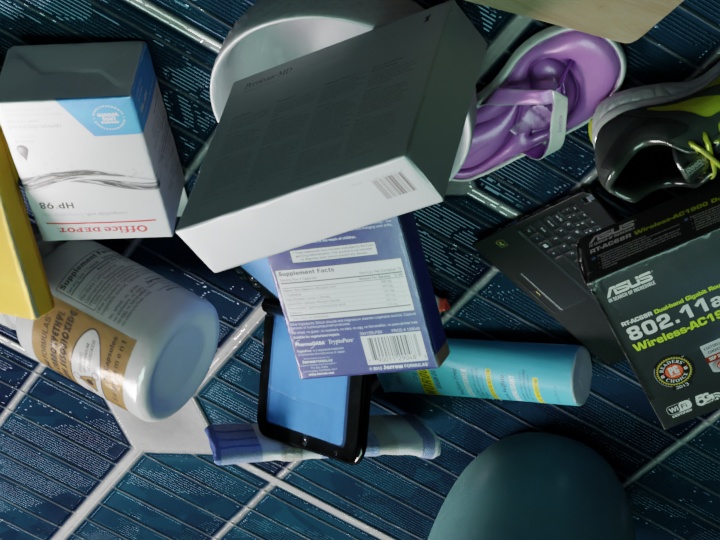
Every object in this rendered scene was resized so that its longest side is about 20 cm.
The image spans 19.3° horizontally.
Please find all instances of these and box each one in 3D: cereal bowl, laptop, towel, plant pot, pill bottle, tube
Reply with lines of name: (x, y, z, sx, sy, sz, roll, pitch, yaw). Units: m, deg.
cereal bowl: (-0.006, -0.141, 1.562, 0.199, 0.084, 0.201, 11, 141, 9)
laptop: (0.206, 0.030, 1.667, 0.177, 0.104, 0.199, 41, 136, -25)
towel: (-0.034, 0.151, 1.854, 0.198, 0.024, 0.147, -3, -175, -8)
plant pot: (0.157, 0.245, 1.896, 0.199, 0.162, 0.201, 11, 141, 9)
pill bottle: (-0.230, 0.038, 1.809, 0.199, 0.114, 0.115, 27, 146, 23)
tube: (0.099, 0.084, 1.827, 0.199, 0.051, 0.078, 2, 132, 27)

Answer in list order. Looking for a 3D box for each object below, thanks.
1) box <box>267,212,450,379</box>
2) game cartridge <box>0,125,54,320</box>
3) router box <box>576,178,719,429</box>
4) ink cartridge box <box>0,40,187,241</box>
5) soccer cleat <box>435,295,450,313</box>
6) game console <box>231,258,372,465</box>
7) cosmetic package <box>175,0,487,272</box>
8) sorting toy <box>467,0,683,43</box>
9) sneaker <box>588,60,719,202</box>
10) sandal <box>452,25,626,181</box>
box: (-0.014, -0.018, 1.583, 0.120, 0.032, 0.201, -5, 113, 26)
game cartridge: (-0.341, -0.064, 1.747, 0.175, 0.032, 0.201, 10, 121, 39)
router box: (0.275, 0.010, 1.516, 0.199, 0.062, 0.150, -24, 121, 14)
ink cartridge box: (-0.211, -0.088, 1.708, 0.115, 0.067, 0.201, -2, 138, 9)
soccer cleat: (0.000, 0.000, 1.745, 0.077, 0.070, 0.200, -7, 138, 32)
game console: (-0.072, 0.052, 1.732, 0.176, 0.117, 0.200, 40, 165, -25)
cosmetic package: (-0.019, -0.090, 1.442, 0.199, 0.151, 0.052, -16, 133, 35)
sorting toy: (0.148, -0.244, 1.348, 0.199, 0.070, 0.199, 11, 149, -29)
sneaker: (0.256, -0.099, 1.498, 0.199, 0.085, 0.075, -21, 128, 27)
sandal: (0.123, -0.112, 1.573, 0.082, 0.050, 0.202, 32, 138, -20)
